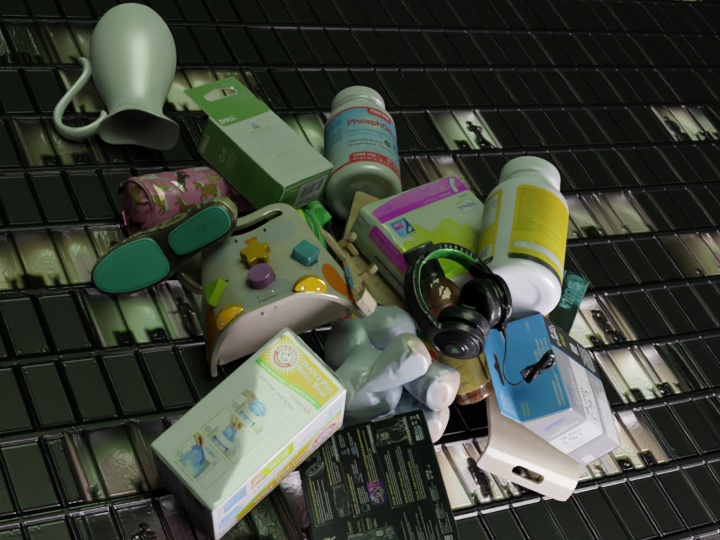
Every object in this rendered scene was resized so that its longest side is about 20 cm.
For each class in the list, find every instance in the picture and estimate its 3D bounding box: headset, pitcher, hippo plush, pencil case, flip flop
[{"bbox_3d":[0.141,0.051,1.611,0.200,0.094,0.123,48,52,-1],"label":"headset"},{"bbox_3d":[-0.336,-0.264,1.881,0.169,0.122,0.203,-2,58,-10],"label":"pitcher"},{"bbox_3d":[0.017,0.134,1.675,0.198,0.161,0.161,-25,30,4],"label":"hippo plush"},{"bbox_3d":[-0.218,-0.098,1.789,0.198,0.084,0.086,-18,41,-40],"label":"pencil case"},{"bbox_3d":[-0.152,-0.013,1.759,0.197,0.058,0.082,1,48,-29],"label":"flip flop"}]

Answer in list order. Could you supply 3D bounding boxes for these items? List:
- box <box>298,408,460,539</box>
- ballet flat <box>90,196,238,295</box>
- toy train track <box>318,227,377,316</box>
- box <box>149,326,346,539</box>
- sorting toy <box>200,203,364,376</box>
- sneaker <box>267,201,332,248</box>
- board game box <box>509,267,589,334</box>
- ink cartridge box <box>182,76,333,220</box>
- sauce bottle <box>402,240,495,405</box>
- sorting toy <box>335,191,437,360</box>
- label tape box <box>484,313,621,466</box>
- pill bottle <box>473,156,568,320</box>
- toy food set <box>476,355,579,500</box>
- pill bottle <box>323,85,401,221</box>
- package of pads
[{"bbox_3d":[0.019,0.263,1.535,0.158,0.044,0.202,-13,51,-5],"label":"box"},{"bbox_3d":[-0.236,-0.031,1.685,0.068,0.198,0.075,60,6,-12],"label":"ballet flat"},{"bbox_3d":[0.000,0.000,1.673,0.115,0.032,0.200,51,8,-21],"label":"toy train track"},{"bbox_3d":[-0.118,0.177,1.491,0.200,0.113,0.101,-41,72,-20],"label":"box"},{"bbox_3d":[-0.120,0.001,1.661,0.197,0.107,0.181,-21,50,0],"label":"sorting toy"},{"bbox_3d":[-0.086,-0.077,1.856,0.083,0.074,0.201,38,24,-28],"label":"sneaker"},{"bbox_3d":[0.242,0.046,1.944,0.134,0.028,0.201,31,40,2],"label":"board game box"},{"bbox_3d":[-0.141,-0.162,1.787,0.200,0.060,0.103,43,40,19],"label":"ink cartridge box"},{"bbox_3d":[0.109,0.063,1.685,0.066,0.066,0.203,-24,94,-43],"label":"sauce bottle"},{"bbox_3d":[0.058,0.013,1.842,0.197,0.070,0.200,22,41,-7],"label":"sorting toy"},{"bbox_3d":[0.233,0.137,1.691,0.199,0.063,0.146,34,33,-44],"label":"label tape box"},{"bbox_3d":[0.208,-0.045,1.750,0.111,0.112,0.202,20,51,-9],"label":"pill bottle"},{"bbox_3d":[0.202,0.190,1.764,0.142,0.060,0.202,25,41,-23],"label":"toy food set"},{"bbox_3d":[0.001,-0.170,1.967,0.107,0.109,0.202,13,43,-17],"label":"pill bottle"},{"bbox_3d":[0.103,-0.037,1.814,0.199,0.069,0.155,-23,62,-42],"label":"package of pads"}]
